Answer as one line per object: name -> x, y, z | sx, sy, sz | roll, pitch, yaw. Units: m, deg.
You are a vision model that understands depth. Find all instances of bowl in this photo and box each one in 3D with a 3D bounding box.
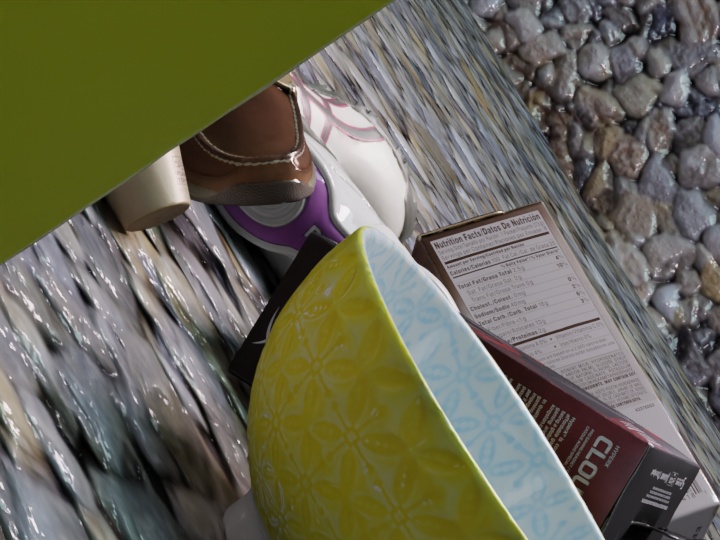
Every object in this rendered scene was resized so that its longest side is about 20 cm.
bowl -> 0.014, 0.095, 1.015 | 0.200, 0.108, 0.200 | 55, 8, -12

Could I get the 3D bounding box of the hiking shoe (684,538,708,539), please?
hiking shoe -> 0.144, 0.159, 1.143 | 0.101, 0.076, 0.200 | 47, -5, 39

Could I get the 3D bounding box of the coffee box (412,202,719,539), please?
coffee box -> 0.097, 0.081, 1.423 | 0.200, 0.079, 0.115 | 61, -25, 29

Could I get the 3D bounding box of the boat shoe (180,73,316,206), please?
boat shoe -> -0.068, -0.090, 1.285 | 0.200, 0.075, 0.072 | -125, -148, -60

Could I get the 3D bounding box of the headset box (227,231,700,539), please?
headset box -> 0.059, 0.072, 1.203 | 0.200, 0.075, 0.149 | 32, 2, 18

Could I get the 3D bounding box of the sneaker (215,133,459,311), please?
sneaker -> 0.000, 0.000, 1.385 | 0.200, 0.075, 0.100 | 56, 10, -1

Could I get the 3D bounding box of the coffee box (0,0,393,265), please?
coffee box -> -0.120, -0.149, 0.863 | 0.200, 0.199, 0.198 | 53, 10, -25

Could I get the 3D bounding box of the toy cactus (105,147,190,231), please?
toy cactus -> -0.108, -0.101, 1.162 | 0.200, 0.102, 0.166 | 55, 13, -81

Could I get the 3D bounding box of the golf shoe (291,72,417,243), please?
golf shoe -> -0.048, -0.074, 1.470 | 0.200, 0.077, 0.088 | 50, 29, -18
